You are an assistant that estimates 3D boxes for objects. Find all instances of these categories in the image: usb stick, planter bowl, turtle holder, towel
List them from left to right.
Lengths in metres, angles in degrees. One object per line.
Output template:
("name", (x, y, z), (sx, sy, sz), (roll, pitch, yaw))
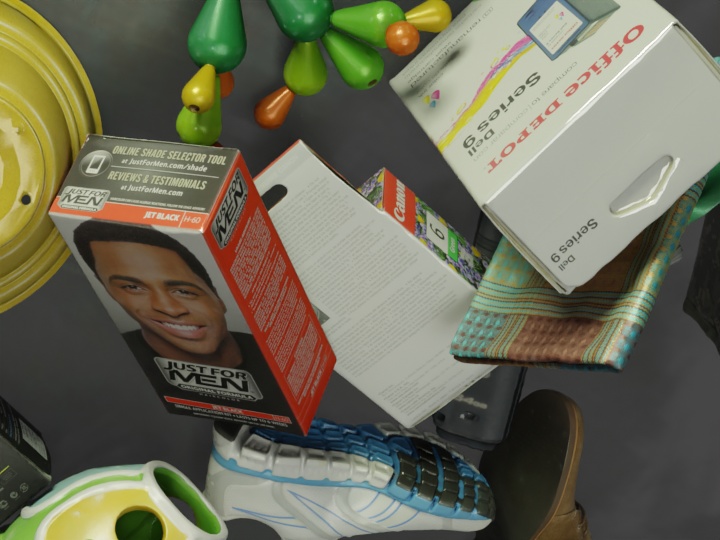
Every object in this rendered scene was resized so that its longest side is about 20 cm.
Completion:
("planter bowl", (-0.226, -0.057, 1.112), (0.199, 0.083, 0.202), (-5, 103, -23))
("turtle holder", (-0.159, 0.179, 1.234), (0.132, 0.141, 0.185), (-43, 147, 6))
("usb stick", (0.090, 0.022, 1.300), (0.055, 0.033, 0.201), (13, 114, 1))
("towel", (0.136, -0.034, 1.175), (0.022, 0.146, 0.201), (37, 68, -30))

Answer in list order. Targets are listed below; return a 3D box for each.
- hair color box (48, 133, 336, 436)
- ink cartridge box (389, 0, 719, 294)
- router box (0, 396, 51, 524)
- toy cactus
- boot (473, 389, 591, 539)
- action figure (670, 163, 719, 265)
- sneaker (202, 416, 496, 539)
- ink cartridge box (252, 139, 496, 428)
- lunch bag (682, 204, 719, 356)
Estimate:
("hair color box", (-0.092, 0.011, 1.169), (0.101, 0.062, 0.201), (7, 145, 24))
("ink cartridge box", (0.115, -0.097, 1.154), (0.145, 0.200, 0.087), (-43, 119, 8))
("router box", (-0.309, 0.128, 1.223), (0.200, 0.062, 0.150), (-39, 121, 6))
("toy cactus", (-0.049, -0.156, 1.149), (0.200, 0.102, 0.165), (-39, 110, 15))
("boot", (0.123, 0.162, 1.372), (0.075, 0.074, 0.201), (-6, 125, -30))
("action figure", (0.160, -0.028, 1.232), (0.201, 0.118, 0.055), (-55, 146, -6))
("sneaker", (-0.011, 0.146, 1.323), (0.198, 0.075, 0.087), (14, 119, -14))
("ink cartridge box", (0.000, 0.000, 1.238), (0.109, 0.051, 0.200), (-38, 116, 26))
("lunch bag", (0.327, -0.024, 1.301), (0.198, 0.118, 0.165), (3, 115, -12))
